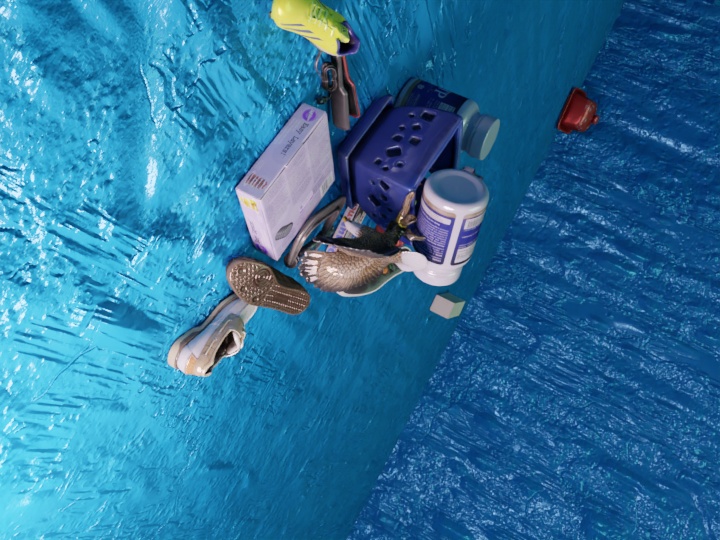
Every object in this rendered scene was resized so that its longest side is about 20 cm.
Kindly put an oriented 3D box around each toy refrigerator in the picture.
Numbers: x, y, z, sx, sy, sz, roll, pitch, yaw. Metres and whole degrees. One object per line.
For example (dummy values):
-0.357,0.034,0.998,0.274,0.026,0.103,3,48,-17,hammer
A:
0.321,0.131,2.914,0.070,0.076,0.200,-66,164,9,toy refrigerator

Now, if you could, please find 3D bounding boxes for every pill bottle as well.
0.176,-0.305,1.623,0.120,0.200,0.120,-55,161,-28,pill bottle
0.155,-0.074,1.429,0.116,0.116,0.200,-48,158,-42,pill bottle

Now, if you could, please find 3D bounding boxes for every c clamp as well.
-0.082,-0.059,1.427,0.171,0.027,0.200,-55,172,27,c clamp

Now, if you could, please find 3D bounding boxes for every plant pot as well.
0.069,-0.199,1.497,0.200,0.180,0.200,-55,161,-23,plant pot

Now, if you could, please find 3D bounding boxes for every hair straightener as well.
-0.038,-0.296,1.274,0.077,0.041,0.200,-56,162,-25,hair straightener

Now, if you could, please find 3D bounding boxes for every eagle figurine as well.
0.005,-0.038,1.367,0.200,0.151,0.152,-35,125,-30,eagle figurine

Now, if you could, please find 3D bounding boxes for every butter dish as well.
0.996,-0.696,3.541,0.200,0.148,0.200,0,115,-59,butter dish

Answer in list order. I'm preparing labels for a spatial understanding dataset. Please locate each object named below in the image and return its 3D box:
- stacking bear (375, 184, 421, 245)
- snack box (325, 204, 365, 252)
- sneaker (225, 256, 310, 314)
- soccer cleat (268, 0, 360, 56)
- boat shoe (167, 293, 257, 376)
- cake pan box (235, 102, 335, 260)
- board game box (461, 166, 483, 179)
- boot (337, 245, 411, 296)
0.095,-0.170,1.745,0.121,0.114,0.200,-10,118,-36,stacking bear
-0.035,-0.068,1.644,0.200,0.024,0.072,-64,166,1,snack box
-0.168,0.020,1.329,0.070,0.076,0.200,-53,141,1,sneaker
-0.056,-0.340,1.079,0.065,0.084,0.200,-66,163,9,soccer cleat
-0.220,0.106,1.275,0.200,0.068,0.075,-46,156,-46,boat shoe
-0.111,-0.142,1.269,0.200,0.052,0.184,-57,164,-21,cake pan box
0.291,-0.225,2.323,0.200,0.062,0.200,-61,163,-13,board game box
0.000,0.000,1.744,0.200,0.144,0.072,-25,106,-30,boot
